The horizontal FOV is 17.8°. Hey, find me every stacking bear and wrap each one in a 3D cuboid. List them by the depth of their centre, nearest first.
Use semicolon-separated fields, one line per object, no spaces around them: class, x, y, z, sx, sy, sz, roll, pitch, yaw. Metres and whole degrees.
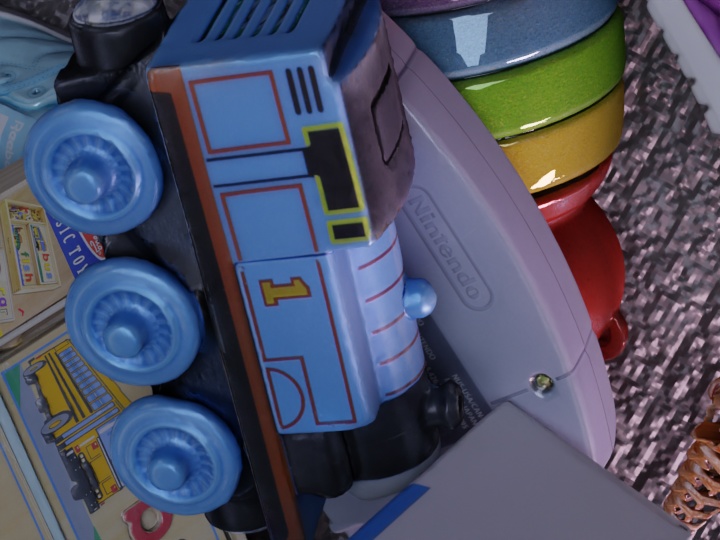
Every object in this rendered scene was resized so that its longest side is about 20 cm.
stacking bear;0.046;-0.057;0.831;0.121;0.114;0.201;0;114;29

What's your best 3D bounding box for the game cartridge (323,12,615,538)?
game cartridge;0.000;0.000;0.801;0.133;0.042;0.201;-24;109;28

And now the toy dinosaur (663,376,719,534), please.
toy dinosaur;0.182;0.030;0.812;0.135;0.103;0.199;23;150;-33

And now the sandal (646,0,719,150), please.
sandal;0.144;-0.086;0.824;0.050;0.083;0.203;-19;112;25

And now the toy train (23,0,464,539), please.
toy train;-0.033;-0.001;0.742;0.113;0.087;0.201;-4;118;17

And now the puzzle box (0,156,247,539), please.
puzzle box;-0.115;0.074;0.798;0.133;0.025;0.201;-34;115;-29

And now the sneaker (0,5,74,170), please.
sneaker;-0.133;-0.060;0.867;0.198;0.082;0.075;7;101;6

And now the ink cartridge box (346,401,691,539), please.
ink cartridge box;0.013;0.166;0.776;0.084;0.146;0.201;35;125;14
